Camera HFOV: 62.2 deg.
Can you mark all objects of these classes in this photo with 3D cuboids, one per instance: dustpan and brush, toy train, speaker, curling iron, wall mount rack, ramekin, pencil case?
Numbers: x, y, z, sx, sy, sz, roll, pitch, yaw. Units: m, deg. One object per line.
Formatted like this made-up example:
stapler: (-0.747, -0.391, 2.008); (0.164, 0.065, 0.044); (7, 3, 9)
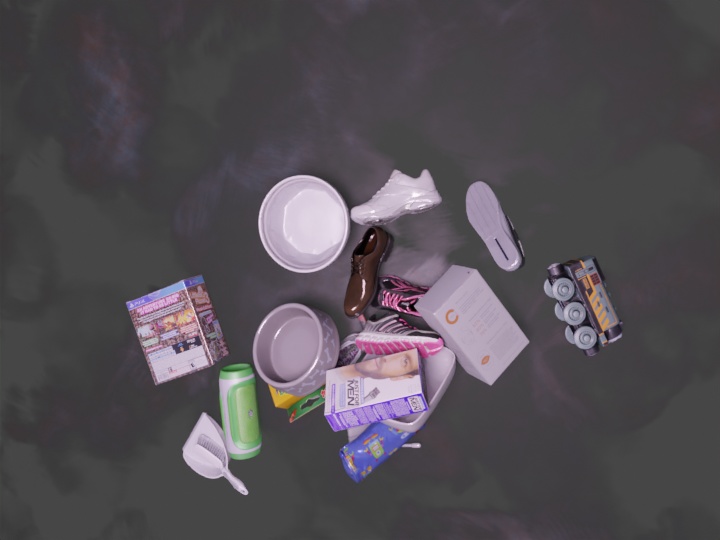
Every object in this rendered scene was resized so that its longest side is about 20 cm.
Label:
dustpan and brush: (-0.335, 0.454, 1.414); (0.198, 0.057, 0.141); (35, 110, 5)
toy train: (0.454, 0.068, 1.209); (0.112, 0.085, 0.203); (-25, 91, 3)
speaker: (-0.277, 0.325, 1.381); (0.086, 0.088, 0.205); (-4, 96, 12)
curling iron: (0.025, 0.151, 1.325); (0.025, 0.050, 0.203); (-22, 97, 14)
wall mount rack: (0.038, 0.348, 1.332); (0.170, 0.074, 0.205); (-11, 97, -22)
ramekin: (-0.110, -0.102, 1.288); (0.195, 0.105, 0.205); (2, 97, 12)
pencil case: (0.043, 0.353, 1.258); (0.199, 0.078, 0.088); (-37, 100, -14)

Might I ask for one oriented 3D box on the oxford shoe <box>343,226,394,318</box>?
oxford shoe: (0.000, 0.000, 1.262); (0.072, 0.084, 0.204); (12, 80, 36)

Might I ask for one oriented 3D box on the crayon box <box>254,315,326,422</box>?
crayon box: (-0.147, 0.211, 1.314); (0.126, 0.051, 0.203); (-33, 61, 13)

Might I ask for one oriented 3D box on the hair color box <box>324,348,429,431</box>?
hair color box: (0.030, 0.234, 1.170); (0.196, 0.111, 0.066); (-15, 130, 11)

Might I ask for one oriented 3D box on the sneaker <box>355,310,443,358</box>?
sneaker: (0.084, 0.127, 1.243); (0.196, 0.074, 0.089); (-2, 52, 33)

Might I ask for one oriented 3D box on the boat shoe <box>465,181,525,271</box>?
boat shoe: (0.277, -0.086, 1.231); (0.071, 0.070, 0.204); (-28, 71, 26)

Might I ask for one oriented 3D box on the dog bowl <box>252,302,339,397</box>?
dog bowl: (-0.143, 0.162, 1.265); (0.196, 0.059, 0.205); (-9, 69, 24)

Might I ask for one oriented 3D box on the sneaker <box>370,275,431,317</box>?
sneaker: (0.089, 0.062, 1.273); (0.195, 0.095, 0.081); (8, 100, 12)

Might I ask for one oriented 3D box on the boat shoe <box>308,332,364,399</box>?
boat shoe: (-0.063, 0.221, 1.334); (0.199, 0.068, 0.073); (-38, 89, 13)

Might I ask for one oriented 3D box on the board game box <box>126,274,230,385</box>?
board game box: (-0.419, 0.136, 1.382); (0.156, 0.097, 0.204); (-19, 93, 13)

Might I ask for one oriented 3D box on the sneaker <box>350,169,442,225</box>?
sneaker: (0.068, -0.158, 1.263); (0.196, 0.078, 0.102); (-16, 83, -3)

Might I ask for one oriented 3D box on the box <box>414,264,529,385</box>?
box: (0.224, 0.107, 1.200); (0.124, 0.097, 0.201); (-43, 108, -11)

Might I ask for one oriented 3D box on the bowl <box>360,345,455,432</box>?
bowl: (0.088, 0.236, 1.242); (0.197, 0.201, 0.075); (17, 145, 37)
